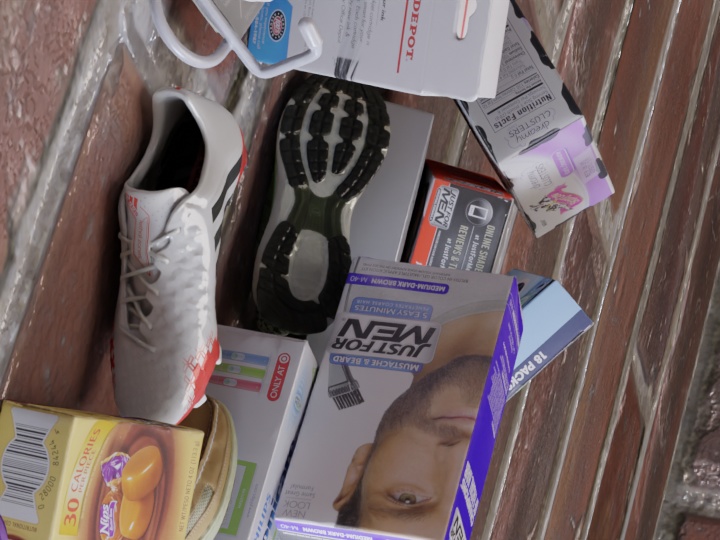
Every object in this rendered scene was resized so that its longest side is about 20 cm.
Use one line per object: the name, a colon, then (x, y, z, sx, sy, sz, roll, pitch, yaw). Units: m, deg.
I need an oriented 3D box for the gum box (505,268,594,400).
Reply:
gum box: (0.073, 0.072, 1.929, 0.170, 0.045, 0.200, -41, -174, -2)

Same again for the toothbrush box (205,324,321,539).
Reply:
toothbrush box: (-0.071, 0.142, 1.738, 0.200, 0.086, 0.146, 67, 36, -61)

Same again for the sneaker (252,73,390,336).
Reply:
sneaker: (-0.039, -0.041, 1.813, 0.089, 0.077, 0.200, 139, -30, -62)

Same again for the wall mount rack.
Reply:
wall mount rack: (-0.067, -0.214, 1.566, 0.174, 0.075, 0.200, 54, 36, -22)

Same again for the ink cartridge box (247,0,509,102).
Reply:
ink cartridge box: (0.027, -0.169, 1.663, 0.068, 0.200, 0.116, 0, 101, -45)

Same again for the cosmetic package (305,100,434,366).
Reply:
cosmetic package: (0.000, 0.000, 1.897, 0.151, 0.052, 0.200, 94, 10, -74)

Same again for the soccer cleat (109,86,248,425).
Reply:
soccer cleat: (-0.111, -0.008, 1.552, 0.085, 0.069, 0.200, 46, 52, -60)

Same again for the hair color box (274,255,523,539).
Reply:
hair color box: (0.027, 0.092, 1.698, 0.065, 0.109, 0.200, 75, 26, -55)

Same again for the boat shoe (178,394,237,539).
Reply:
boat shoe: (-0.129, 0.145, 1.579, 0.076, 0.072, 0.200, 63, 39, -47)

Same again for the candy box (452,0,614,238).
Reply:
candy box: (0.096, -0.143, 1.966, 0.200, 0.072, 0.168, 61, 2, 20)

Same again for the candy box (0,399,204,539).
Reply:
candy box: (-0.155, 0.175, 1.465, 0.117, 0.056, 0.200, 14, 85, -55)

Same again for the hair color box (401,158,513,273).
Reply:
hair color box: (0.063, -0.021, 1.976, 0.200, 0.061, 0.102, -108, -146, -84)

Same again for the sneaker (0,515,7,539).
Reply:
sneaker: (-0.202, 0.118, 1.267, 0.200, 0.083, 0.081, 55, 48, -70)
